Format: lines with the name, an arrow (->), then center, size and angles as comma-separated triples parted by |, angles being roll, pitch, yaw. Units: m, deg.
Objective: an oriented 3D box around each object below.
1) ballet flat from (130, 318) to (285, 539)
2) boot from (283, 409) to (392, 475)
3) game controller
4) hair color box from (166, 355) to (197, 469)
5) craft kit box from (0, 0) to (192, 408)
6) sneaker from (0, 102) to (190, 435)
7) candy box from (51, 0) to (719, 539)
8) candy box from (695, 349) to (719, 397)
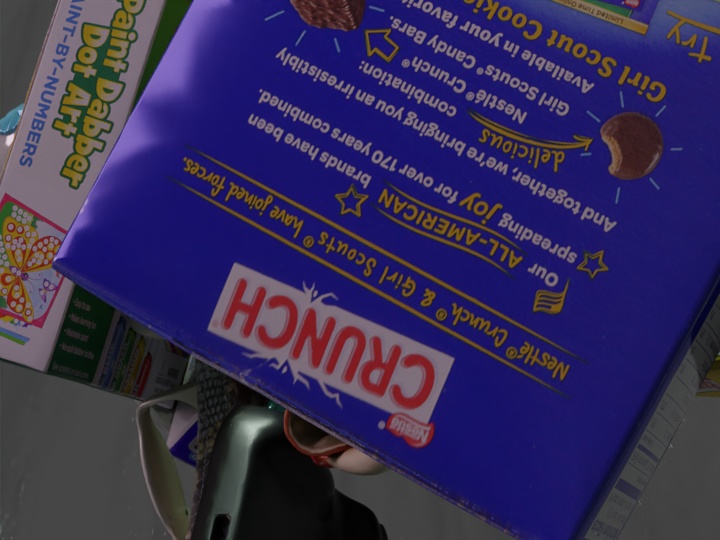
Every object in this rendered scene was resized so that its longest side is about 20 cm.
ballet flat -> -0.055, 0.038, 0.892 | 0.072, 0.072, 0.201 | -133, 40, -73
boot -> 0.006, 0.029, 0.803 | 0.107, 0.075, 0.200 | -29, 3, -23
game controller -> -0.032, 0.140, 0.761 | 0.042, 0.104, 0.201 | -21, 37, 27
hair color box -> 0.000, 0.000, 0.967 | 0.200, 0.065, 0.110 | -44, 23, 41
craft kit box -> -0.085, -0.050, 0.922 | 0.200, 0.048, 0.199 | 37, -113, -79
sneaker -> -0.101, 0.001, 1.071 | 0.076, 0.200, 0.081 | -33, 36, 2
candy box -> 0.037, -0.045, 0.637 | 0.201, 0.169, 0.077 | -60, -19, -2
candy box -> 0.148, -0.055, 0.670 | 0.201, 0.026, 0.102 | -64, 15, -10
